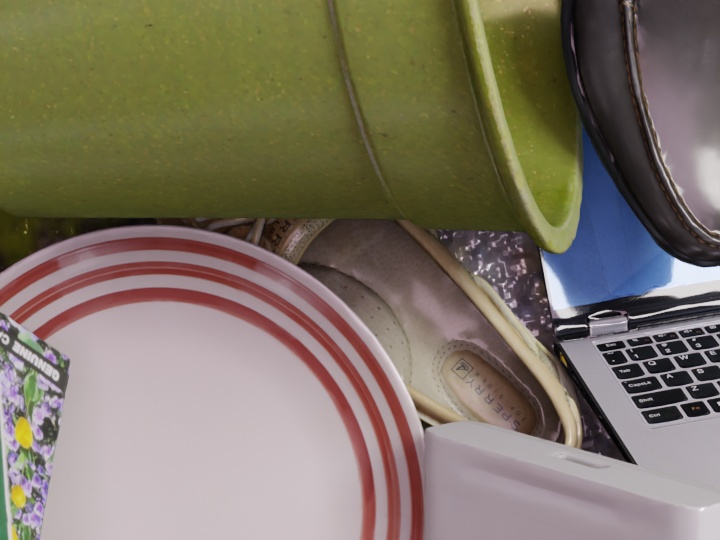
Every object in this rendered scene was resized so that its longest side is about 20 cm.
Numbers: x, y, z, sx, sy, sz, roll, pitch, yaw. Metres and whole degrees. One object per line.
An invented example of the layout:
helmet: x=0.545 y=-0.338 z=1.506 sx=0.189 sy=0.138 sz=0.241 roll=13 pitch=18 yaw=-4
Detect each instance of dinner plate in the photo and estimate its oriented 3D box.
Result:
dinner plate: x=-0.071 y=0.084 z=0.967 sx=0.198 sy=0.024 sz=0.202 roll=1 pitch=94 yaw=9

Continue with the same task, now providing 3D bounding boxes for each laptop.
laptop: x=0.162 y=-0.023 z=0.955 sx=0.186 sy=0.200 sz=0.117 roll=-9 pitch=117 yaw=-10

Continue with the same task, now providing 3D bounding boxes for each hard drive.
hard drive: x=0.071 y=0.161 z=0.906 sx=0.026 sy=0.131 sz=0.202 roll=-10 pitch=105 yaw=-38

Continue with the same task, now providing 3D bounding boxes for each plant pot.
plant pot: x=-0.037 y=-0.091 z=0.904 sx=0.189 sy=0.200 sz=0.202 roll=-9 pitch=83 yaw=14

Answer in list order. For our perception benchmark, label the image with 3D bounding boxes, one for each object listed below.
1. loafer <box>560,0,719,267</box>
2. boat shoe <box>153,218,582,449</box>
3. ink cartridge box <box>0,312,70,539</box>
loafer: x=0.108 y=-0.102 z=0.916 sx=0.072 sy=0.072 sz=0.202 roll=-12 pitch=87 yaw=-21
boat shoe: x=-0.001 y=0.002 z=0.976 sx=0.201 sy=0.063 sz=0.073 roll=44 pitch=83 yaw=3
ink cartridge box: x=-0.158 y=0.092 z=0.862 sx=0.109 sy=0.050 sz=0.201 roll=37 pitch=44 yaw=-36
